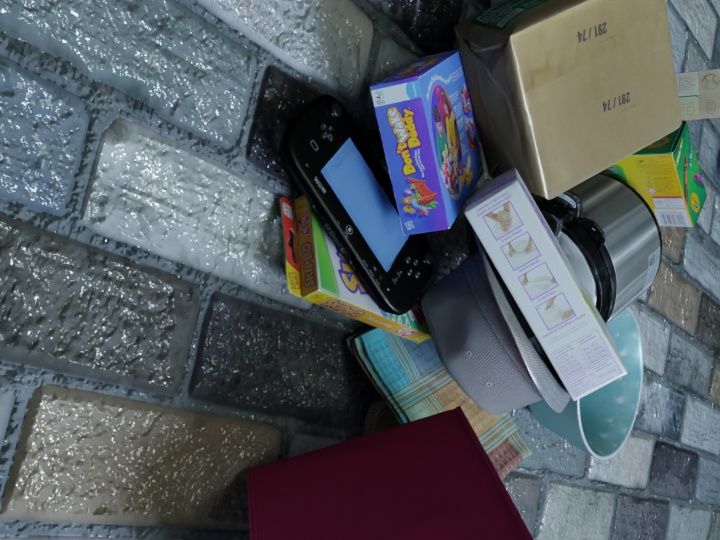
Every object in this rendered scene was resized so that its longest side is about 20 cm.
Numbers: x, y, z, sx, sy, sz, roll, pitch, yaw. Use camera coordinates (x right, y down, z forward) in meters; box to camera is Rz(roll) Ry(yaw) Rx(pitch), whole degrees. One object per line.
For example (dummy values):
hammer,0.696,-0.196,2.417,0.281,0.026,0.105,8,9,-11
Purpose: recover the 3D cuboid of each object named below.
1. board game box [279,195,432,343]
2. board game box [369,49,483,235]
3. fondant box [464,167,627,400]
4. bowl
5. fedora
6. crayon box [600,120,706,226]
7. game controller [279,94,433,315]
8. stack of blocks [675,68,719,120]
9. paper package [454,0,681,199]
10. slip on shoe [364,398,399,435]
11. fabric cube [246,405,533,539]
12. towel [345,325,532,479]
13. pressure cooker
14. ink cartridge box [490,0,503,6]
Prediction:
board game box,0.000,0.000,0.787,0.199,0.030,0.096,22,52,-47
board game box,0.071,-0.131,0.813,0.200,0.044,0.136,-50,129,-64
fondant box,0.175,0.006,0.806,0.201,0.058,0.144,58,14,-4
bowl,0.284,0.137,1.104,0.200,0.104,0.203,-6,98,-50
fedora,0.122,0.061,0.821,0.201,0.090,0.177,57,14,-14
crayon box,0.307,-0.117,1.037,0.058,0.199,0.119,-57,133,-29
game controller,0.001,-0.057,0.757,0.201,0.042,0.105,56,32,-19
stack of blocks,0.382,-0.227,1.112,0.115,0.198,0.059,-22,109,-57
paper package,0.221,-0.202,0.879,0.199,0.103,0.192,-28,119,-16
slip on shoe,0.087,0.164,0.904,0.199,0.060,0.077,12,84,-50
fabric cube,0.030,0.264,0.680,0.197,0.196,0.202,-16,111,-5
towel,0.085,0.127,0.849,0.146,0.022,0.201,-24,78,-46
pressure cooker,0.231,-0.010,0.965,0.199,0.178,0.177,-30,92,-41
ink cartridge box,0.234,-0.349,1.018,0.175,0.083,0.202,-14,104,-50
